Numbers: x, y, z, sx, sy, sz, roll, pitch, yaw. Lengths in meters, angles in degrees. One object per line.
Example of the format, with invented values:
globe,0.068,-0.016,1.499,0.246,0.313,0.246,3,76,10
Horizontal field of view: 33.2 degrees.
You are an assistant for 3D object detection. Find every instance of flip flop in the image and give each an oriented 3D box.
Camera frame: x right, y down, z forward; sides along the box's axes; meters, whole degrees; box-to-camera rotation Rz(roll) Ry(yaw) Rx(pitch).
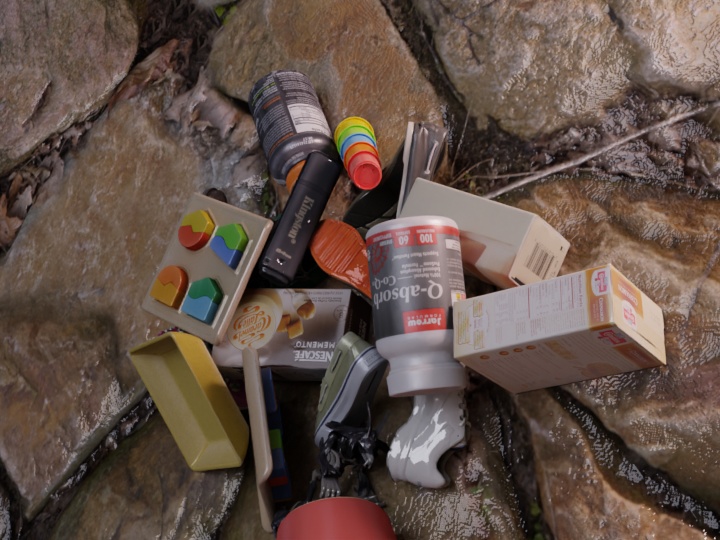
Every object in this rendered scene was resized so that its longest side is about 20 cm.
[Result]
flip flop,0.049,-0.118,1.677,0.201,0.081,0.058,-56,12,14

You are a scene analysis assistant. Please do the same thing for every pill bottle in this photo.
pill bottle,-0.096,-0.195,1.795,0.106,0.106,0.202,-34,52,20
pill bottle,0.071,0.044,1.448,0.115,0.115,0.203,-13,78,32

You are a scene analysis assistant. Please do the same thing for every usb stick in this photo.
usb stick,-0.083,-0.073,1.668,0.033,0.055,0.202,-21,42,60

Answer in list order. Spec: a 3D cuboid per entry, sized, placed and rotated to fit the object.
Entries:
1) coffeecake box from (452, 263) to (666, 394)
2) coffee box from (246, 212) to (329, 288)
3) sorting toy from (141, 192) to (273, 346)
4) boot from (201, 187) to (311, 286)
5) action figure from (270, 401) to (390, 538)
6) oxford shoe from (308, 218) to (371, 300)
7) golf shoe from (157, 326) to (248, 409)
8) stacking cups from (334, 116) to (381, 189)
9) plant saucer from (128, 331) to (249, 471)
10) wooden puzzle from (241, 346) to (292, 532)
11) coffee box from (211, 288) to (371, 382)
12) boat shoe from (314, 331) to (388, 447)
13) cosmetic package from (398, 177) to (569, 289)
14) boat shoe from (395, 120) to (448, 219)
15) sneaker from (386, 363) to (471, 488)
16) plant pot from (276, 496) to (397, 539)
coffeecake box,0.229,0.072,1.389,0.198,0.153,0.074,-15,61,31
coffee box,-0.139,0.005,1.777,0.199,0.044,0.124,-36,52,19
sorting toy,-0.222,-0.008,1.693,0.199,0.036,0.187,20,84,45
boot,-0.146,-0.053,1.745,0.172,0.069,0.202,-21,62,22
action figure,-0.023,0.268,1.523,0.201,0.118,0.102,-54,38,17
oxford shoe,0.000,0.000,1.647,0.071,0.073,0.200,-46,53,-3
golf shoe,-0.225,0.159,1.766,0.199,0.075,0.093,33,120,36
stacking cups,-0.001,-0.155,1.676,0.060,0.060,0.201,-43,21,13
plant saucer,-0.229,0.175,1.671,0.048,0.202,0.199,-31,5,-29
wooden puzzle,-0.121,0.224,1.594,0.046,0.201,0.187,-7,59,-7
coffee box,-0.095,0.090,1.652,0.197,0.080,0.116,1,70,24
boat shoe,-0.020,0.154,1.550,0.062,0.072,0.201,47,136,22
cosmetic package,0.151,-0.039,1.536,0.199,0.103,0.088,22,84,43
boat shoe,0.079,-0.098,1.618,0.056,0.067,0.203,7,103,4
sneaker,0.104,0.177,1.505,0.086,0.074,0.203,16,84,26
plant pot,-0.025,0.381,1.428,0.199,0.200,0.179,-29,46,23
